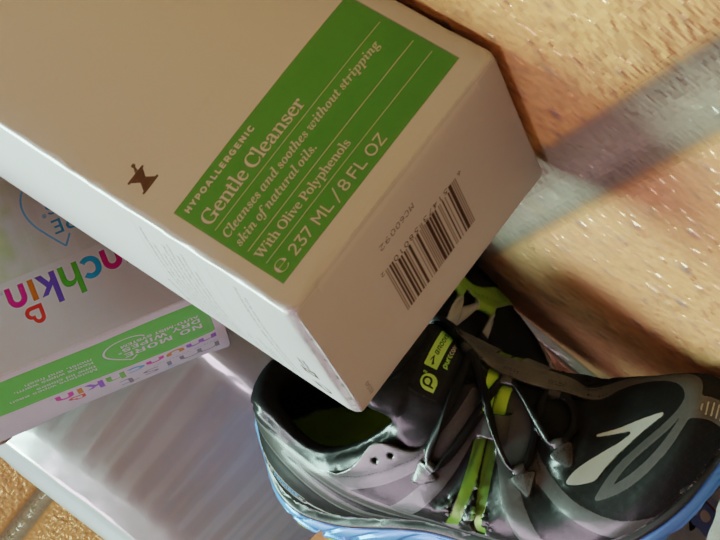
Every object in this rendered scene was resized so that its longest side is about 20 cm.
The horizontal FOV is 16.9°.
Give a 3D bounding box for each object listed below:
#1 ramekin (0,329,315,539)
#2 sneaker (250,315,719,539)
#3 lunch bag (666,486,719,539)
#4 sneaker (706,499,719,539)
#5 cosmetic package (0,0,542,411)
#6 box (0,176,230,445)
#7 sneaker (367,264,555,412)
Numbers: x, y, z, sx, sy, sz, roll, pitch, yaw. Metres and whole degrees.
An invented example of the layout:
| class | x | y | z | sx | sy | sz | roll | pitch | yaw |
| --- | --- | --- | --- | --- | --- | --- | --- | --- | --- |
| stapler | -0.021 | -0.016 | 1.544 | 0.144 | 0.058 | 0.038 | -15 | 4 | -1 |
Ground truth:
| class | x | y | z | sx | sy | sz | roll | pitch | yaw |
| --- | --- | --- | --- | --- | --- | --- | --- | --- | --- |
| ramekin | -0.099 | 0.062 | 1.049 | 0.202 | 0.094 | 0.202 | 37 | 169 | 8 |
| sneaker | 0.044 | 0.060 | 0.893 | 0.199 | 0.071 | 0.083 | -2 | 135 | 30 |
| lunch bag | 0.056 | 0.159 | 0.975 | 0.124 | 0.200 | 0.170 | 41 | 152 | -20 |
| sneaker | 0.176 | 0.131 | 0.879 | 0.200 | 0.082 | 0.075 | 46 | 166 | -35 |
| cosmetic package | -0.053 | -0.055 | 0.800 | 0.200 | 0.108 | 0.085 | 31 | 167 | 27 |
| box | -0.173 | -0.020 | 0.922 | 0.097 | 0.199 | 0.177 | 86 | 162 | -75 |
| sneaker | 0.000 | 0.000 | 0.938 | 0.200 | 0.072 | 0.083 | 40 | 167 | -10 |
